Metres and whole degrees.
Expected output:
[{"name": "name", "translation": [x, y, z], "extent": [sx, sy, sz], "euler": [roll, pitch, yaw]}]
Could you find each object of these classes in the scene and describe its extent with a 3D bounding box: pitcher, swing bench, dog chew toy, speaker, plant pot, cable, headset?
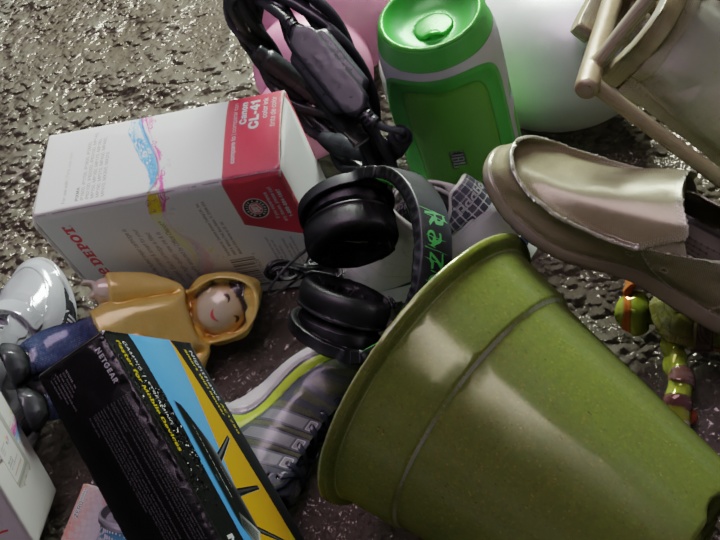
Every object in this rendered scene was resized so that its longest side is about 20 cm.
[{"name": "pitcher", "translation": [0.138, -0.190, 0.896], "extent": [0.198, 0.122, 0.172], "euler": [3, 46, 36]}, {"name": "swing bench", "translation": [0.252, -0.137, 0.724], "extent": [0.130, 0.198, 0.200], "euler": [-51, 8, 24]}, {"name": "dog chew toy", "translation": [-0.038, -0.184, 0.950], "extent": [0.123, 0.125, 0.202], "euler": [1, 62, 20]}, {"name": "speaker", "translation": [0.072, -0.110, 0.793], "extent": [0.087, 0.201, 0.089], "euler": [-10, 51, 12]}, {"name": "plant pot", "translation": [0.110, 0.113, 0.637], "extent": [0.189, 0.201, 0.200], "euler": [36, 71, 23]}, {"name": "cable", "translation": [-0.032, -0.142, 0.806], "extent": [0.051, 0.163, 0.200], "euler": [-38, 76, -8]}, {"name": "headset", "translation": [0.000, 0.000, 0.721], "extent": [0.199, 0.093, 0.125], "euler": [-2, 81, 54]}]

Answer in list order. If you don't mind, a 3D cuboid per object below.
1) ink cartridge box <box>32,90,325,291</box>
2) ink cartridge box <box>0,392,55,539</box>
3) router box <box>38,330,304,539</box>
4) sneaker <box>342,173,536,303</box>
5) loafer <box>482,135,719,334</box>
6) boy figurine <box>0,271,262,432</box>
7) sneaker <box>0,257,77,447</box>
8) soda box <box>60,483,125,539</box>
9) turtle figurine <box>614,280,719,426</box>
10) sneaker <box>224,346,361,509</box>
[{"name": "ink cartridge box", "translation": [-0.130, -0.048, 0.851], "extent": [0.198, 0.148, 0.086], "euler": [-7, 56, 13]}, {"name": "ink cartridge box", "translation": [-0.293, 0.143, 0.752], "extent": [0.115, 0.202, 0.068], "euler": [-16, 27, 7]}, {"name": "router box", "translation": [-0.095, 0.135, 0.645], "extent": [0.051, 0.149, 0.201], "euler": [-33, 79, 5]}, {"name": "sneaker", "translation": [0.037, -0.027, 0.784], "extent": [0.199, 0.080, 0.077], "euler": [-10, 43, 53]}, {"name": "loafer", "translation": [0.170, -0.034, 0.656], "extent": [0.198, 0.069, 0.076], "euler": [26, 47, 0]}, {"name": "boy figurine", "translation": [-0.161, 0.058, 0.818], "extent": [0.198, 0.064, 0.126], "euler": [-19, 90, -15]}, {"name": "sneaker", "translation": [-0.288, 0.051, 0.854], "extent": [0.074, 0.115, 0.202], "euler": [-6, 52, 14]}, {"name": "soda box", "translation": [-0.169, 0.242, 0.674], "extent": [0.068, 0.064, 0.202], "euler": [9, 70, 26]}, {"name": "turtle figurine", "translation": [0.238, 0.023, 0.720], "extent": [0.160, 0.065, 0.201], "euler": [3, 55, 22]}, {"name": "sneaker", "translation": [-0.049, 0.118, 0.756], "extent": [0.199, 0.074, 0.081], "euler": [-32, 61, 0]}]
